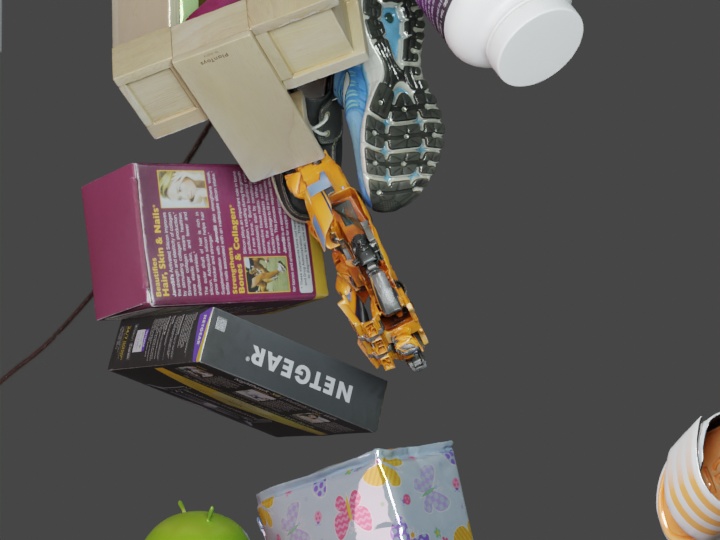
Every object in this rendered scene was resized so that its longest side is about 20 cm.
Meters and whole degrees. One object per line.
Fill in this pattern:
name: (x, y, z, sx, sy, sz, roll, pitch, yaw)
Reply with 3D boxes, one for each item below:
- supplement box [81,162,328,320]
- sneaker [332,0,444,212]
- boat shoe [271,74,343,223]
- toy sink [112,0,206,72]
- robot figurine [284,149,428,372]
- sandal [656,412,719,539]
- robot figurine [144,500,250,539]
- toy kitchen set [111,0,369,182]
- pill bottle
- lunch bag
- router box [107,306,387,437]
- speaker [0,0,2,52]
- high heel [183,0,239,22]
supplement box: (-0.142, -0.025, 1.757, 0.103, 0.199, 0.132, -16, 78, 51)
sneaker: (0.018, -0.145, 1.660, 0.090, 0.078, 0.201, -27, 61, 60)
boat shoe: (-0.051, -0.143, 1.725, 0.068, 0.071, 0.202, -109, 21, -85)
toy sink: (-0.155, -0.286, 1.822, 0.112, 0.130, 0.202, 2, 92, 52)
robot figurine: (0.000, 0.000, 1.644, 0.145, 0.058, 0.201, 64, -179, -52)
sandal: (0.263, 0.130, 1.348, 0.207, 0.059, 0.080, -46, 56, 43)
robot figurine: (-0.159, 0.327, 1.862, 0.175, 0.115, 0.202, -2, 90, 57)
toy kitchen set: (-0.091, -0.203, 1.653, 0.199, 0.163, 0.181, -19, 49, 12)
pill bottle: (0.093, -0.239, 1.512, 0.200, 0.112, 0.113, 58, 133, 33)
lunch bag: (0.002, 0.249, 1.646, 0.199, 0.127, 0.171, -25, 74, 40)
router box: (-0.101, 0.094, 1.708, 0.157, 0.199, 0.053, -8, 63, 52)
speaker: (-0.463, -0.357, 2.264, 0.081, 0.081, 0.202, 8, 98, 52)
high heel: (-0.120, -0.260, 1.755, 0.200, 0.067, 0.096, -38, 61, 1)
